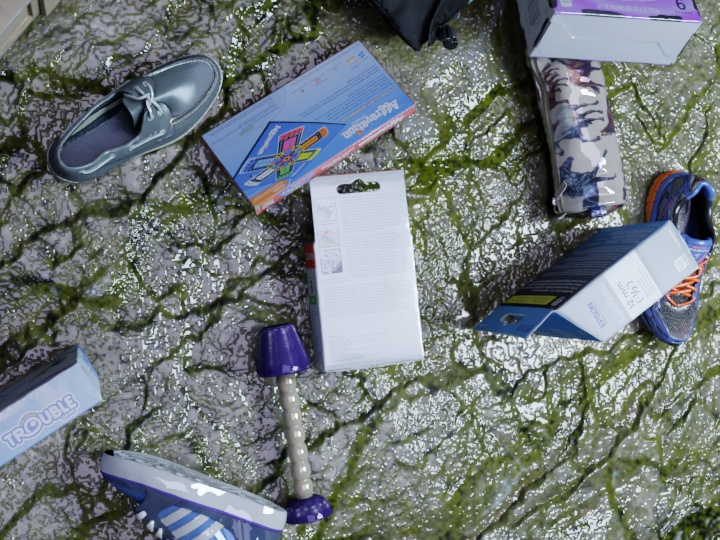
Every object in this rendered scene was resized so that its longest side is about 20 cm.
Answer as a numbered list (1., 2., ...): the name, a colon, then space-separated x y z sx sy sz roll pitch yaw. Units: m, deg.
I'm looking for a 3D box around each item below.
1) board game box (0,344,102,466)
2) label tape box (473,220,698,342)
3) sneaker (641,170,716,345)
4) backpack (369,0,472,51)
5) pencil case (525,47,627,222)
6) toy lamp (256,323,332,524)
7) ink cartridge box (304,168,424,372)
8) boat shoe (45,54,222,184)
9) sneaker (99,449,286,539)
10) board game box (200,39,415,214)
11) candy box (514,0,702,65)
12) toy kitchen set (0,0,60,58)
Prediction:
1. board game box: -0.326 0.143 0.908 0.200 0.199 0.044 -33 98 -12
2. label tape box: 0.234 0.030 1.088 0.200 0.143 0.066 -37 98 -13
3. sneaker: 0.358 -0.016 1.156 0.075 0.078 0.201 3 89 -14
4. backpack: 0.080 -0.346 1.042 0.200 0.127 0.167 -43 129 7
5. pencil case: 0.234 -0.155 1.124 0.089 0.078 0.201 -14 94 -29
6. toy lamp: -0.069 0.155 1.051 0.058 0.058 0.201 -11 92 -15
7. ink cartridge box: 0.000 0.000 1.075 0.108 0.050 0.201 -6 90 -14
8. boat shoe: -0.217 -0.150 1.009 0.200 0.062 0.073 -34 98 -13
9. sneaker: -0.181 0.273 1.007 0.199 0.081 0.147 23 85 -13
10. board game box: -0.052 -0.150 1.054 0.200 0.019 0.103 -34 69 -13
11. candy box: 0.247 -0.321 1.090 0.167 0.072 0.201 -1 61 -15
12. toy kitchen set: -0.343 -0.327 0.925 0.180 0.163 0.200 39 80 -12
